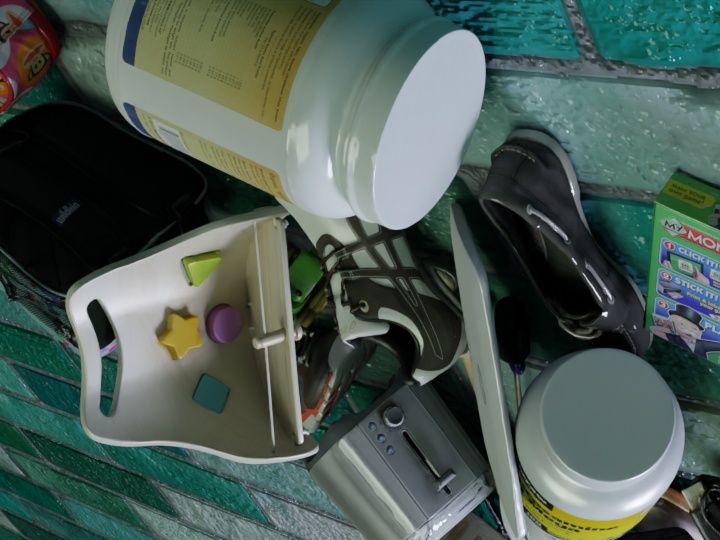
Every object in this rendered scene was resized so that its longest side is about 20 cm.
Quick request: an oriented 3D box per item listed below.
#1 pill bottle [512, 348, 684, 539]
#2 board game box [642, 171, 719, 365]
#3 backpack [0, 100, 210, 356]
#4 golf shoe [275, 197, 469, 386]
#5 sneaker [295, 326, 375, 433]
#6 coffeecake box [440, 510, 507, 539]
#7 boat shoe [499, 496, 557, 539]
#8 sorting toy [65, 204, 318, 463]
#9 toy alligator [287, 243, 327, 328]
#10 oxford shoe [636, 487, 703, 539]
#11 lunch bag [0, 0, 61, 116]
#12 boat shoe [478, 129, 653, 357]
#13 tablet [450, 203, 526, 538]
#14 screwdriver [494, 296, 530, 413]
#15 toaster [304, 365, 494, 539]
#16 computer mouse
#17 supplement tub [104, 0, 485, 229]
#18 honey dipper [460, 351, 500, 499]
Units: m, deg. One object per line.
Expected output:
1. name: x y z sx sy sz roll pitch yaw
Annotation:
1. pill bottle: 0.158 0.118 1.008 0.112 0.113 0.200 32 167 13
2. board game box: 0.263 0.031 0.873 0.199 0.029 0.135 27 151 23
3. backpack: -0.238 -0.040 1.245 0.199 0.178 0.151 34 149 18
4. golf shoe: 0.000 0.000 1.093 0.199 0.095 0.078 40 155 1
5. sneaker: -0.047 0.083 1.308 0.082 0.077 0.200 40 154 5
6. coffeecake box: 0.126 0.290 1.343 0.154 0.073 0.200 46 174 -15
7. boat shoe: 0.184 0.229 1.247 0.065 0.072 0.201 4 139 43
8. sorting toy: -0.137 0.054 1.155 0.107 0.178 0.203 16 114 58
9. toy alligator: -0.053 0.012 1.223 0.059 0.054 0.200 38 154 -1
10. oxford shoe: 0.254 0.243 1.174 0.071 0.073 0.201 10 142 45
11. lunch bag: -0.351 -0.211 1.222 0.200 0.082 0.176 45 154 -14
12. boat shoe: 0.129 0.000 0.963 0.066 0.057 0.201 7 140 44
13. tablet: 0.086 0.067 1.017 0.130 0.013 0.202 -101 -1 -67
14. screwdriver: 0.123 0.084 1.150 0.028 0.029 0.201 24 154 26
15. toaster: 0.031 0.173 1.279 0.130 0.113 0.200 51 159 7
16. computer mouse: 0.216 0.236 1.121 0.199 0.053 0.139 -22 104 42
17. supplement tub: -0.039 -0.118 0.894 0.199 0.145 0.145 26 152 25
18. honey dipper: 0.109 0.119 1.215 0.038 0.038 0.201 16 142 38
